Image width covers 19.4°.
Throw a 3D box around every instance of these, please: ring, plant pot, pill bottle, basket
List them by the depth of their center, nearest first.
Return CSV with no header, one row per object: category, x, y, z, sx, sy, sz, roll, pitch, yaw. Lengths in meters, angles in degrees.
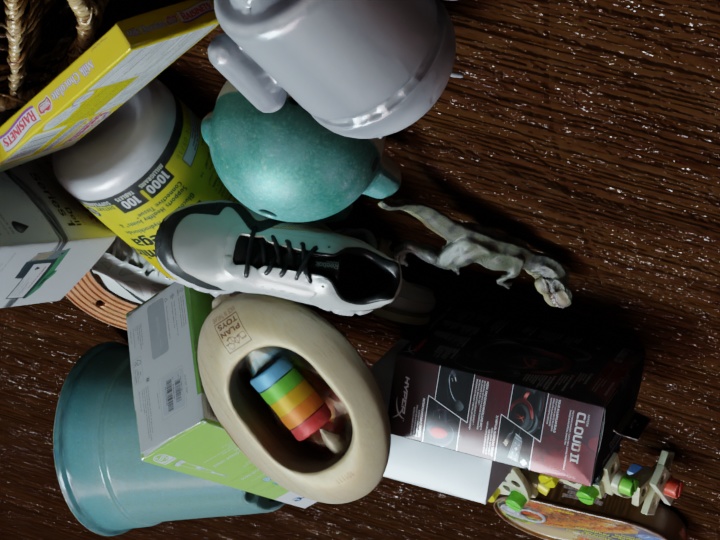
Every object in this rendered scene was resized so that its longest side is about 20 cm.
basket,-0.257,-0.177,1.466,0.142,0.149,0.200,21,156,-1
pill bottle,-0.144,-0.059,1.677,0.112,0.113,0.200,1,151,39
ring,-0.171,-0.016,1.818,0.200,0.019,0.201,0,135,0
plant pot,-0.173,0.169,2.133,0.196,0.201,0.200,-3,148,28

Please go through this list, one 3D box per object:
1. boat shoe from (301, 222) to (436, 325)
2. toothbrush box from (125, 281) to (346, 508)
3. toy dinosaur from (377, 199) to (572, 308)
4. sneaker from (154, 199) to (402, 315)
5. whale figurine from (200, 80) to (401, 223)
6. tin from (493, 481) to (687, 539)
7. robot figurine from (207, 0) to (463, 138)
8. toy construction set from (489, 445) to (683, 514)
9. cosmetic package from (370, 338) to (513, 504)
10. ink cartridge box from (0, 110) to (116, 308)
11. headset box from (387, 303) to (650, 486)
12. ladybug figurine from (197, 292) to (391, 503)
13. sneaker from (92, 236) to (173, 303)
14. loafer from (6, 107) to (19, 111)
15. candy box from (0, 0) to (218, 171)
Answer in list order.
boat shoe,0.000,0.000,1.735,0.075,0.069,0.200,14,180,37
toothbrush box,-0.098,0.107,1.833,0.086,0.146,0.200,-31,143,32
toy dinosaur,0.075,-0.018,1.653,0.200,0.048,0.088,21,158,-29
sneaker,-0.058,-0.012,1.607,0.199,0.074,0.080,9,176,-21
whale figurine,-0.050,-0.073,1.579,0.159,0.104,0.200,18,160,6
tin,0.234,0.252,2.144,0.199,0.042,0.112,12,151,21
robot figurine,-0.014,-0.161,1.342,0.169,0.113,0.200,-27,135,22
toy construction set,0.196,0.184,1.954,0.199,0.092,0.131,7,143,21
cosmetic package,0.070,0.128,1.836,0.150,0.052,0.200,12,-160,17
ink cartridge box,-0.300,-0.048,1.617,0.146,0.084,0.200,49,-160,13
headset box,0.140,0.103,1.747,0.199,0.075,0.149,13,-160,16
ladybug figurine,-0.050,0.095,1.711,0.136,0.072,0.200,-32,97,25
sneaker,-0.200,-0.026,1.875,0.115,0.076,0.200,-6,154,32
loafer,-0.315,-0.116,1.744,0.199,0.073,0.071,20,158,3
candy box,-0.193,-0.131,1.515,0.200,0.102,0.026,-33,88,40
